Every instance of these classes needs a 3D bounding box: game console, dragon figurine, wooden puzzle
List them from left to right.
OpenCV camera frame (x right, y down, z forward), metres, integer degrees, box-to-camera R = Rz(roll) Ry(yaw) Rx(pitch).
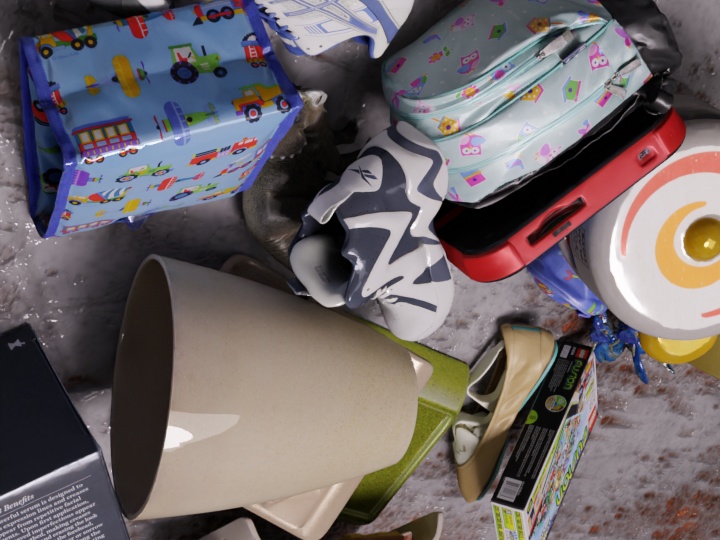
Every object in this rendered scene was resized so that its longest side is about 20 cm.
[{"bbox_3d":[-0.068,0.103,1.098,0.199,0.046,0.186,30,102,-17],"label":"wooden puzzle"},{"bbox_3d":[0.139,-0.076,1.045,0.200,0.177,0.031,-36,113,-5],"label":"game console"},{"bbox_3d":[0.264,0.071,1.305,0.100,0.059,0.200,-56,153,-20],"label":"dragon figurine"}]

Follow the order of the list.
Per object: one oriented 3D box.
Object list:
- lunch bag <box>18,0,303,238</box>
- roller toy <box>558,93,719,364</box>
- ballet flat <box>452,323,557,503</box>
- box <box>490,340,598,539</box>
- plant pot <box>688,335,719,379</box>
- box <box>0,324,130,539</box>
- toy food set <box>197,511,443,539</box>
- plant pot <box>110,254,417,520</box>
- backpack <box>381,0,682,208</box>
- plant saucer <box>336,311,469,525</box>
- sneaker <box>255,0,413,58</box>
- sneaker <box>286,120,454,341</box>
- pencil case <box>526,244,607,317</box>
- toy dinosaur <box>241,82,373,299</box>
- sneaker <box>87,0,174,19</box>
[{"bbox_3d":[-0.138,-0.076,0.883,0.150,0.094,0.200,-16,160,-21],"label":"lunch bag"},{"bbox_3d":[0.256,-0.041,1.094,0.182,0.140,0.200,35,101,-19],"label":"roller toy"},{"bbox_3d":[0.122,0.134,1.296,0.063,0.069,0.201,18,112,-13],"label":"ballet flat"},{"bbox_3d":[0.181,0.178,1.301,0.200,0.035,0.110,-60,151,-35],"label":"box"},{"bbox_3d":[0.409,0.009,1.303,0.199,0.176,0.200,-29,136,-12],"label":"plant pot"},{"bbox_3d":[-0.242,0.172,0.988,0.107,0.148,0.201,-23,134,-18],"label":"box"},{"bbox_3d":[-0.042,0.243,1.214,0.199,0.061,0.143,3,157,-30],"label":"toy food set"},{"bbox_3d":[-0.066,0.092,0.987,0.199,0.188,0.188,7,121,-21],"label":"plant pot"},{"bbox_3d":[0.116,-0.143,1.002,0.200,0.167,0.127,-35,115,-3],"label":"backpack"},{"bbox_3d":[-0.005,0.152,1.217,0.199,0.048,0.200,25,108,-45],"label":"plant saucer"},{"bbox_3d":[-0.044,-0.183,0.897,0.199,0.075,0.088,1,123,-35],"label":"sneaker"},{"bbox_3d":[0.000,0.000,0.980,0.129,0.079,0.200,-33,149,-26],"label":"sneaker"},{"bbox_3d":[0.242,-0.045,1.208,0.200,0.087,0.078,-47,180,7],"label":"pencil case"},{"bbox_3d":[-0.049,-0.068,1.004,0.102,0.077,0.201,1,129,-22],"label":"toy dinosaur"},{"bbox_3d":[-0.186,-0.203,0.795,0.084,0.075,0.200,-24,146,18],"label":"sneaker"}]
